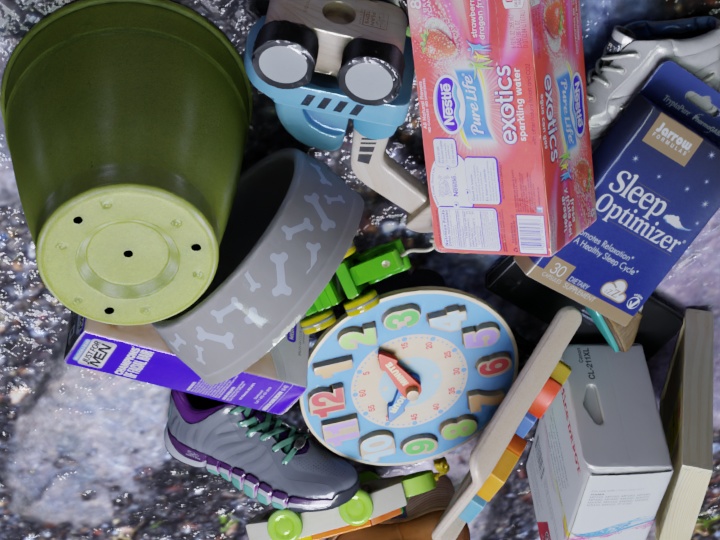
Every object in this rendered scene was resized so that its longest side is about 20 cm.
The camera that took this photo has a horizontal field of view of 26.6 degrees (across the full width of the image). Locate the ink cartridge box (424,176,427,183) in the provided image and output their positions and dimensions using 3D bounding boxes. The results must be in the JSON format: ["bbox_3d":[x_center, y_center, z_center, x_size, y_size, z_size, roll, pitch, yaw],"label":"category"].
[{"bbox_3d":[0.154,-0.069,1.293,0.198,0.037,0.095,8,129,-13],"label":"ink cartridge box"}]

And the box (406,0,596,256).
[{"bbox_3d":[0.107,-0.120,1.135,0.102,0.095,0.202,2,109,31],"label":"box"}]

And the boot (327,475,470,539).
[{"bbox_3d":[0.031,0.312,1.521,0.073,0.155,0.200,29,121,-29],"label":"boot"}]

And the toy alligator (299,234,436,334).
[{"bbox_3d":[0.000,0.000,1.263,0.199,0.054,0.060,-23,97,15],"label":"toy alligator"}]

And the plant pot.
[{"bbox_3d":[-0.175,-0.069,1.138,0.198,0.194,0.202,-4,131,-5],"label":"plant pot"}]

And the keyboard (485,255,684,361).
[{"bbox_3d":[0.195,0.043,1.406,0.199,0.021,0.127,29,119,-28],"label":"keyboard"}]

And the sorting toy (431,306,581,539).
[{"bbox_3d":[0.134,0.145,1.352,0.036,0.186,0.200,31,153,10],"label":"sorting toy"}]

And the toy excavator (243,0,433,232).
[{"bbox_3d":[0.000,-0.124,1.180,0.193,0.101,0.201,11,140,-5],"label":"toy excavator"}]

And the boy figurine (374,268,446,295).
[{"bbox_3d":[0.031,0.092,1.393,0.123,0.065,0.201,4,131,-13],"label":"boy figurine"}]

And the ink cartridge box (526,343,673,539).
[{"bbox_3d":[0.220,0.185,1.429,0.082,0.147,0.201,0,139,-7],"label":"ink cartridge box"}]

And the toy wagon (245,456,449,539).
[{"bbox_3d":[-0.009,0.222,1.450,0.198,0.155,0.040,-15,88,4],"label":"toy wagon"}]

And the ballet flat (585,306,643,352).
[{"bbox_3d":[0.206,-0.002,1.306,0.072,0.068,0.200,-37,129,7],"label":"ballet flat"}]

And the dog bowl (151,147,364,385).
[{"bbox_3d":[-0.085,-0.010,1.173,0.059,0.201,0.200,39,116,-21],"label":"dog bowl"}]

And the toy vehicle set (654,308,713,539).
[{"bbox_3d":[0.296,0.148,1.392,0.026,0.201,0.125,10,132,5],"label":"toy vehicle set"}]

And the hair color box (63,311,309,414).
[{"bbox_3d":[-0.142,0.041,1.286,0.198,0.110,0.065,15,147,-20],"label":"hair color box"}]

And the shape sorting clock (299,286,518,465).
[{"bbox_3d":[0.044,0.098,1.335,0.198,0.039,0.201,-5,128,-6],"label":"shape sorting clock"}]

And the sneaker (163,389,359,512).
[{"bbox_3d":[-0.094,0.151,1.376,0.198,0.074,0.088,15,126,20],"label":"sneaker"}]

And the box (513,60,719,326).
[{"bbox_3d":[0.227,-0.059,1.218,0.121,0.032,0.201,25,108,-32],"label":"box"}]

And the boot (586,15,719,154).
[{"bbox_3d":[0.196,-0.151,1.214,0.198,0.074,0.096,-13,126,-9],"label":"boot"}]
